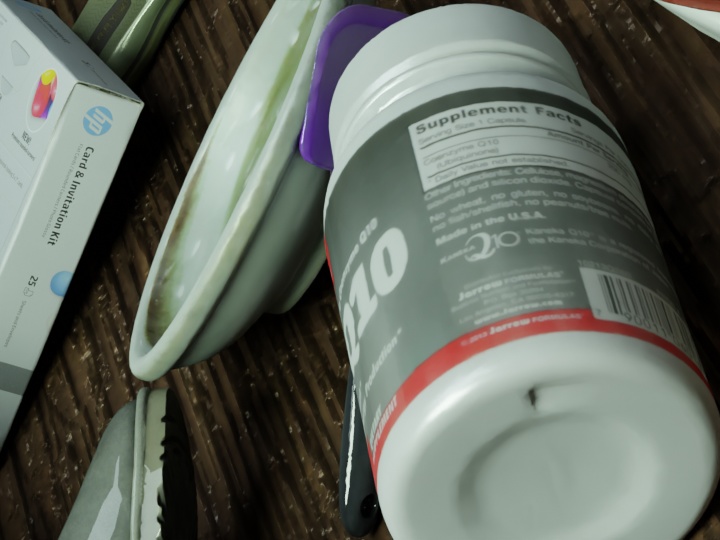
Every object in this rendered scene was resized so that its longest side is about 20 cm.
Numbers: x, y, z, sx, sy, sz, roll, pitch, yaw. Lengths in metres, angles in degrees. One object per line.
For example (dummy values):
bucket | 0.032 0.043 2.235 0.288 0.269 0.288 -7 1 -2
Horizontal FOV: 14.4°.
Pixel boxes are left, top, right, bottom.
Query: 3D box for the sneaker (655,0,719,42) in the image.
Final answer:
sneaker | 0.130 -0.148 1.021 0.112 0.073 0.200 -57 29 9

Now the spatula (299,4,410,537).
spatula | 0.000 0.000 1.079 0.020 0.056 0.201 -6 82 39

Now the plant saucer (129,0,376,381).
plant saucer | -0.033 -0.040 1.168 0.201 0.050 0.200 -61 12 23

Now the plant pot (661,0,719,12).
plant pot | 0.132 -0.202 0.915 0.200 0.200 0.196 -21 41 48

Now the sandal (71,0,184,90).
sandal | -0.107 -0.169 1.410 0.202 0.057 0.080 -60 30 2

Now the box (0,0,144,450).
box | -0.181 -0.020 1.382 0.156 0.041 0.201 43 114 59

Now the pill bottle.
pill bottle | 0.048 0.005 0.977 0.114 0.114 0.201 -45 34 25

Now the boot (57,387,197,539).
boot | -0.168 0.131 1.111 0.199 0.073 0.183 1 70 11
